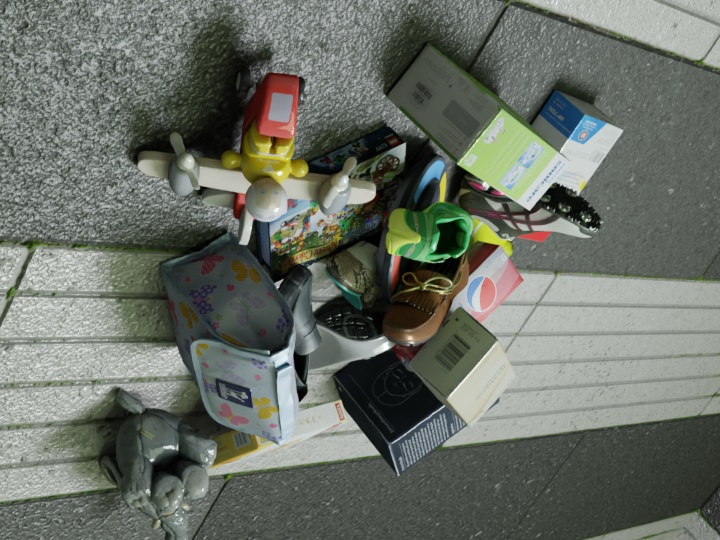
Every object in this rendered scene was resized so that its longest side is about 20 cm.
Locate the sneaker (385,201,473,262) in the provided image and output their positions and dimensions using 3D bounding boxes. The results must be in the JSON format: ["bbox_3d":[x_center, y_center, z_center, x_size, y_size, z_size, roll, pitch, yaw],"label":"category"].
[{"bbox_3d":[0.098,-0.039,1.459,0.200,0.083,0.075,-14,118,-63],"label":"sneaker"}]

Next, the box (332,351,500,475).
[{"bbox_3d":[0.086,0.177,1.795,0.199,0.149,0.108,-33,146,-13],"label":"box"}]

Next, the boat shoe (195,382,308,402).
[{"bbox_3d":[-0.137,0.168,1.620,0.199,0.073,0.075,12,120,-51],"label":"boat shoe"}]

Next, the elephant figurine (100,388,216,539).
[{"bbox_3d":[-0.270,0.266,1.557,0.140,0.157,0.200,13,155,-13],"label":"elephant figurine"}]

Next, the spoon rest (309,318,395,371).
[{"bbox_3d":[-0.037,0.090,1.589,0.197,0.061,0.100,-10,130,6],"label":"spoon rest"}]

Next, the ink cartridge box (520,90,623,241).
[{"bbox_3d":[0.267,-0.143,1.696,0.116,0.067,0.201,8,121,-50],"label":"ink cartridge box"}]

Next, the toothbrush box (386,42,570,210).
[{"bbox_3d":[0.146,-0.172,1.467,0.086,0.146,0.199,-51,147,13],"label":"toothbrush box"}]

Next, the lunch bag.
[{"bbox_3d":[-0.144,0.088,1.408,0.126,0.200,0.171,-27,145,-21],"label":"lunch bag"}]

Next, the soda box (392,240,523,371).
[{"bbox_3d":[0.127,0.050,1.651,0.200,0.063,0.070,-44,114,-15],"label":"soda box"}]

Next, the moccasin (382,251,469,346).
[{"bbox_3d":[0.086,0.026,1.513,0.201,0.073,0.079,-40,141,-45],"label":"moccasin"}]

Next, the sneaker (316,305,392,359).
[{"bbox_3d":[0.015,0.091,1.692,0.198,0.077,0.091,0,169,-25],"label":"sneaker"}]

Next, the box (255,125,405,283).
[{"bbox_3d":[-0.036,-0.080,1.478,0.199,0.038,0.137,-27,144,-22],"label":"box"}]

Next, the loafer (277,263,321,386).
[{"bbox_3d":[-0.079,0.071,1.507,0.068,0.070,0.202,-52,164,-41],"label":"loafer"}]

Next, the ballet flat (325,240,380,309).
[{"bbox_3d":[0.000,0.000,1.556,0.075,0.068,0.200,-48,168,-3],"label":"ballet flat"}]

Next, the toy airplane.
[{"bbox_3d":[-0.108,-0.098,1.283,0.198,0.142,0.199,-26,133,16],"label":"toy airplane"}]

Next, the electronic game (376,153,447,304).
[{"bbox_3d":[0.070,-0.052,1.547,0.200,0.041,0.202,19,90,-75],"label":"electronic game"}]

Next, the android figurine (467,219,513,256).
[{"bbox_3d":[0.145,-0.024,1.730,0.183,0.041,0.199,-52,148,14],"label":"android figurine"}]

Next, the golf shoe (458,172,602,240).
[{"bbox_3d":[0.227,-0.080,1.623,0.077,0.198,0.089,-49,158,-56],"label":"golf shoe"}]

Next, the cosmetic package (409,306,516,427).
[{"bbox_3d":[0.138,0.131,1.588,0.104,0.073,0.200,-48,157,-3],"label":"cosmetic package"}]

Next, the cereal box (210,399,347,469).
[{"bbox_3d":[-0.129,0.228,1.645,0.143,0.040,0.199,-26,168,35],"label":"cereal box"}]
